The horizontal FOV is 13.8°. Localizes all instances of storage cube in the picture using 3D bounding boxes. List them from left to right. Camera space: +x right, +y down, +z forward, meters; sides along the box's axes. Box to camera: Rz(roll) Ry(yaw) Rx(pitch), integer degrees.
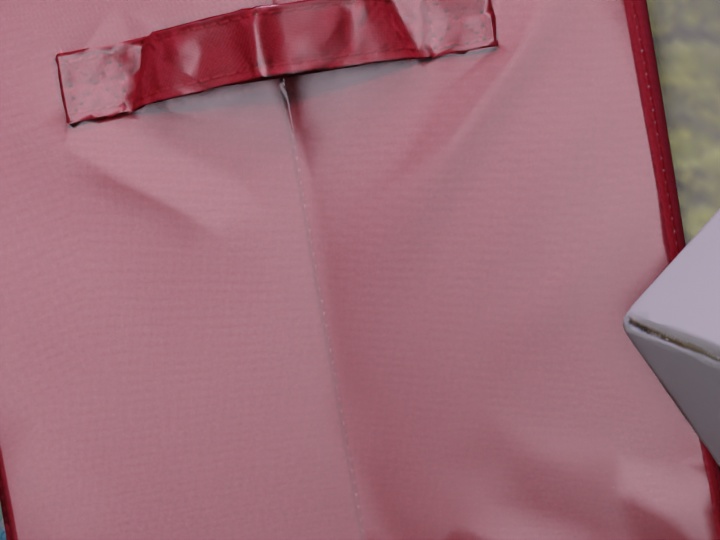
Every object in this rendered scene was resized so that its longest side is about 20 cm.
[{"bbox_3d":[0.000,0.000,0.761,0.170,0.200,0.181,-10,91,6],"label":"storage cube"}]

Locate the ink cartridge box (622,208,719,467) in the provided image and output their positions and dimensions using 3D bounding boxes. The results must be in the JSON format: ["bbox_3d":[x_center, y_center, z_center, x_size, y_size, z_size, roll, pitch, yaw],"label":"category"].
[{"bbox_3d":[0.172,0.034,0.679,0.145,0.085,0.200,-47,124,-15],"label":"ink cartridge box"}]

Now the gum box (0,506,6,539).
[{"bbox_3d":[-0.162,0.127,0.781,0.045,0.199,0.171,-36,78,48],"label":"gum box"}]
